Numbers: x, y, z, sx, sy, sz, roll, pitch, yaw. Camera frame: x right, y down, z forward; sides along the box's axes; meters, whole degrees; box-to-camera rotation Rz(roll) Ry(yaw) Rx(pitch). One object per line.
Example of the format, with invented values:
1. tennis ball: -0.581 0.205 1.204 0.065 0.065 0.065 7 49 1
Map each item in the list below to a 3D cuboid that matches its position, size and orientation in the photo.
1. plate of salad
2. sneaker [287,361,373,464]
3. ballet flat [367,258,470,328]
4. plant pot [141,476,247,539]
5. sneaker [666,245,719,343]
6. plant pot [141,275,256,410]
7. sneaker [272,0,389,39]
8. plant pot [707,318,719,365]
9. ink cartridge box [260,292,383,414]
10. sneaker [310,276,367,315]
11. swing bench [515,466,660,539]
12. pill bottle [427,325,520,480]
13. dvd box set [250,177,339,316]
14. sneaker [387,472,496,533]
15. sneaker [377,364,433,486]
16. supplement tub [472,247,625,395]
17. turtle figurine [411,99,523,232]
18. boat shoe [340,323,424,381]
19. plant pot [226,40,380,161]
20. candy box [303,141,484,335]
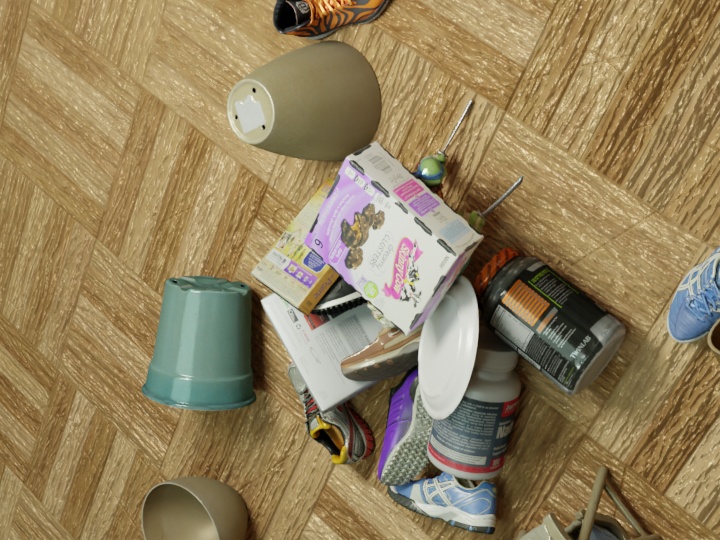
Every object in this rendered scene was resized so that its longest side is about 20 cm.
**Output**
1. plate of salad: 0.128 0.107 1.479 0.200 0.048 0.202 -169 90 -73
2. sneaker: -0.059 0.231 1.764 0.201 0.082 0.078 53 126 15
3. ballet flat: 0.075 0.020 1.526 0.064 0.076 0.200 34 132 -14
4. plant pot: -0.284 0.462 1.956 0.199 0.134 0.202 9 106 35
5. sneaker: 0.446 0.014 1.339 0.076 0.077 0.201 41 124 19
6. plant pot: -0.269 0.118 1.835 0.199 0.200 0.198 12 101 34
7. sneaker: -0.048 -0.391 1.583 0.199 0.112 0.078 -23 88 38
8. plant pot: 0.534 0.142 1.257 0.185 0.186 0.201 -16 105 38
9. ink cartridge box: -0.034 0.097 1.691 0.175 0.084 0.201 -29 81 -7
10. sneaker: 0.000 0.000 1.631 0.199 0.070 0.091 -22 79 0
11. swing bench: 0.275 0.405 1.484 0.130 0.199 0.199 52 126 14
12. pill bottle: 0.170 0.191 1.560 0.119 0.119 0.202 22 114 31
13. dvd box set: -0.065 -0.041 1.637 0.200 0.029 0.146 -52 42 -7
14. sneaker: 0.130 0.350 1.663 0.199 0.076 0.078 9 81 37
15. sneaker: 0.072 0.234 1.667 0.099 0.069 0.202 38 108 58
16. supplement tub: 0.252 0.065 1.467 0.200 0.122 0.123 41 122 22
17. turtle figurine: 0.129 -0.097 1.531 0.144 0.200 0.195 39 145 15
18. boat shoe: 0.061 0.108 1.619 0.198 0.076 0.072 -21 62 0
19. plant pot: -0.101 -0.245 1.604 0.186 0.199 0.189 10 108 34
20. candy box: 0.041 -0.042 1.433 0.200 0.071 0.168 42 132 13
